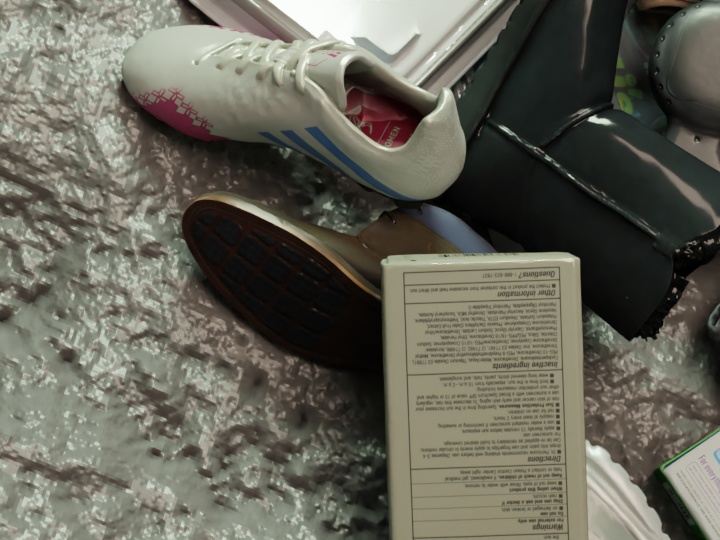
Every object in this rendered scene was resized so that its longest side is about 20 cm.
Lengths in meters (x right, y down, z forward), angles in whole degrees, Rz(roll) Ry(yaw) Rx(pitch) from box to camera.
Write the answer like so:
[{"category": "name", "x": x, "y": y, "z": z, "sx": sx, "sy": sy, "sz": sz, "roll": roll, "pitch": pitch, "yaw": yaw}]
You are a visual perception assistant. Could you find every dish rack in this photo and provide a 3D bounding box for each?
[{"category": "dish rack", "x": 0.011, "y": -0.185, "z": 1.500, "sx": 0.171, "sy": 0.044, "sz": 0.200, "roll": 38, "pitch": 58, "yaw": 9}]

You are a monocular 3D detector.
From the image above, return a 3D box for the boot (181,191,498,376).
[{"category": "boot", "x": 0.000, "y": 0.000, "z": 1.429, "sx": 0.199, "sy": 0.075, "sz": 0.097, "roll": 32, "pitch": 40, "yaw": -7}]

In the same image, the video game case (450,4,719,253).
[{"category": "video game case", "x": 0.134, "y": -0.095, "z": 1.547, "sx": 0.181, "sy": 0.023, "sz": 0.201, "roll": -11, "pitch": 73, "yaw": -29}]

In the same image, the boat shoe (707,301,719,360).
[{"category": "boat shoe", "x": 0.267, "y": -0.013, "z": 1.538, "sx": 0.200, "sy": 0.072, "sz": 0.068, "roll": -47, "pitch": 113, "yaw": -26}]

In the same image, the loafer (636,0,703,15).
[{"category": "loafer", "x": 0.243, "y": -0.155, "z": 1.594, "sx": 0.199, "sy": 0.072, "sz": 0.063, "roll": 19, "pitch": 71, "yaw": -27}]

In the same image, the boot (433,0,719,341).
[{"category": "boot", "x": 0.146, "y": -0.081, "z": 1.450, "sx": 0.168, "sy": 0.076, "sz": 0.201, "roll": 32, "pitch": 92, "yaw": 7}]

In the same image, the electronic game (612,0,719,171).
[{"category": "electronic game", "x": 0.205, "y": -0.115, "z": 1.514, "sx": 0.198, "sy": 0.042, "sz": 0.202, "roll": 0, "pitch": 83, "yaw": -1}]

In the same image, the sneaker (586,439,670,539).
[{"category": "sneaker", "x": 0.150, "y": 0.191, "z": 1.411, "sx": 0.082, "sy": 0.075, "sz": 0.200, "roll": -38, "pitch": 80, "yaw": -18}]

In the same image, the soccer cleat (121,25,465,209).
[{"category": "soccer cleat", "x": -0.035, "y": -0.100, "z": 1.404, "sx": 0.199, "sy": 0.087, "sz": 0.070, "roll": 19, "pitch": 60, "yaw": 12}]

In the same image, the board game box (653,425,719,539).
[{"category": "board game box", "x": 0.287, "y": 0.118, "z": 1.458, "sx": 0.199, "sy": 0.040, "sz": 0.154, "roll": -33, "pitch": 84, "yaw": -3}]

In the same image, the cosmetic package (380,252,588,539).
[{"category": "cosmetic package", "x": 0.063, "y": 0.092, "z": 1.343, "sx": 0.104, "sy": 0.071, "sz": 0.202, "roll": 0, "pitch": 93, "yaw": 0}]
